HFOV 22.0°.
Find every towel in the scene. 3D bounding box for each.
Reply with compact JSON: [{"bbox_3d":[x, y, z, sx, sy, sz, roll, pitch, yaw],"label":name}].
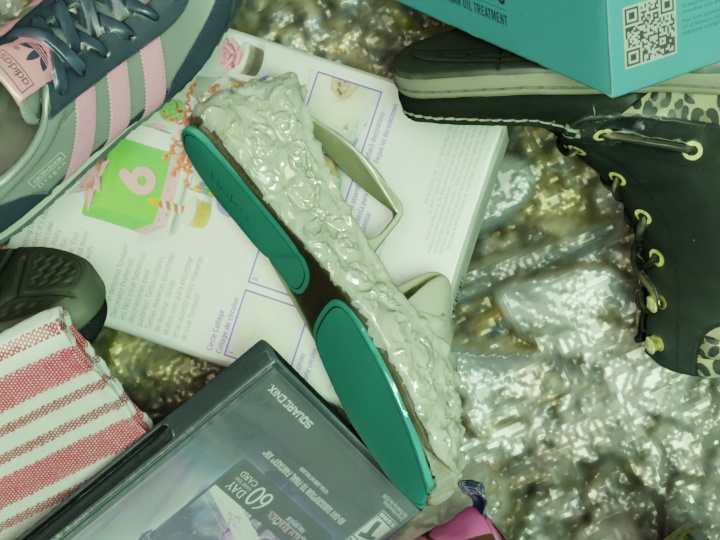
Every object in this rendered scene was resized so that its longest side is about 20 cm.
[{"bbox_3d":[-0.148,0.100,0.791,0.146,0.200,0.030,-26,48,3],"label":"towel"}]

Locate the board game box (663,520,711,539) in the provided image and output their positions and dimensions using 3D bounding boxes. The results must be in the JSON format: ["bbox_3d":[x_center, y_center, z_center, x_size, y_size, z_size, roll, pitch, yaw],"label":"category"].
[{"bbox_3d":[0.183,0.194,0.736,0.034,0.134,0.200,-37,83,3],"label":"board game box"}]

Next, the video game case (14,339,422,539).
[{"bbox_3d":[-0.082,0.131,0.807,0.200,0.143,0.019,-40,47,2],"label":"video game case"}]

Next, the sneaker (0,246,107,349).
[{"bbox_3d":[-0.170,0.061,0.819,0.199,0.076,0.114,-22,114,30],"label":"sneaker"}]

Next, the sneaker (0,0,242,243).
[{"bbox_3d":[-0.121,-0.088,0.786,0.070,0.082,0.200,40,87,8],"label":"sneaker"}]

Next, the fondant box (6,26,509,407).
[{"bbox_3d":[-0.047,-0.028,0.845,0.199,0.058,0.145,18,89,5],"label":"fondant box"}]

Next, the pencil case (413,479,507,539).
[{"bbox_3d":[-0.016,0.174,0.800,0.200,0.094,0.091,-28,91,-4],"label":"pencil case"}]

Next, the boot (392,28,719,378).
[{"bbox_3d":[0.116,-0.029,0.790,0.203,0.074,0.154,-1,116,0],"label":"boot"}]

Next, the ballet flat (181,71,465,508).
[{"bbox_3d":[0.000,0.000,0.780,0.072,0.072,0.200,-33,85,3],"label":"ballet flat"}]

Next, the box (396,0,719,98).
[{"bbox_3d":[0.075,-0.130,0.766,0.082,0.200,0.049,-20,120,-24],"label":"box"}]
